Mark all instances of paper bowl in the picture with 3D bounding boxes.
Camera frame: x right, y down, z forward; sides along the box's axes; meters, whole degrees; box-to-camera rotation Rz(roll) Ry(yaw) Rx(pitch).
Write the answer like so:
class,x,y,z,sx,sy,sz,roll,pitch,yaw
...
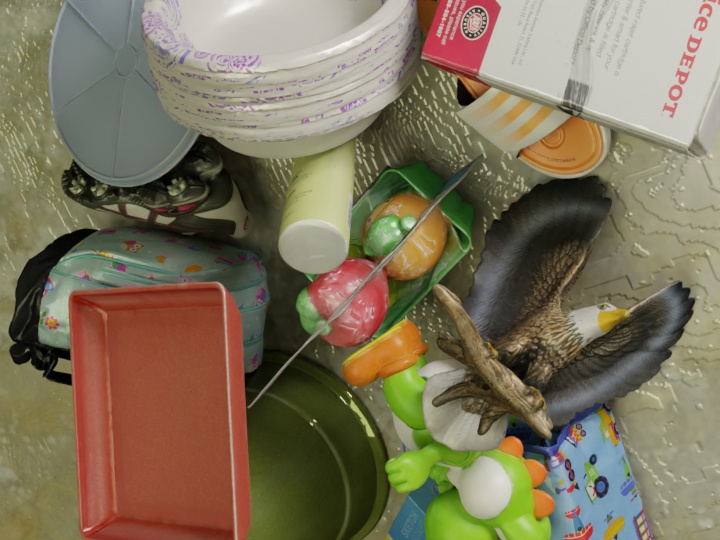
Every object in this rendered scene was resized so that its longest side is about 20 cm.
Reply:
class,x,y,z,sx,sy,sz,roll,pitch,yaw
paper bowl,-0.054,-0.159,1.194,0.199,0.201,0.105,10,132,26

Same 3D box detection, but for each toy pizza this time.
class,x,y,z,sx,sy,sz,roll,pitch,yaw
toy pizza,-0.180,-0.168,1.335,0.199,0.032,0.202,-2,87,39

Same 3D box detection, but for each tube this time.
class,x,y,z,sx,sy,sz,roll,pitch,yaw
tube,-0.029,-0.080,1.228,0.058,0.201,0.052,-11,130,15

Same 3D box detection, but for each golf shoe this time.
class,x,y,z,sx,sy,sz,roll,pitch,yaw
golf shoe,-0.176,-0.064,1.382,0.199,0.078,0.088,14,156,44

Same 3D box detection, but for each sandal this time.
class,x,y,z,sx,sy,sz,roll,pitch,yaw
sandal,0.092,-0.142,1.203,0.207,0.059,0.079,47,126,3

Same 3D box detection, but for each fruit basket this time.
class,x,y,z,sx,sy,sz,roll,pitch,yaw
fruit basket,0.000,0.000,1.234,0.094,0.200,0.185,46,127,4

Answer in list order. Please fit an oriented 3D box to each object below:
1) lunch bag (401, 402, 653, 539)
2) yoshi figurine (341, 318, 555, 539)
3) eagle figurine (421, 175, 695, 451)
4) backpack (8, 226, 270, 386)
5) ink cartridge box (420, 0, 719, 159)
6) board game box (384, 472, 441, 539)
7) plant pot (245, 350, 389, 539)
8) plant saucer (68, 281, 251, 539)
class,x,y,z,sx,sy,sz,roll,pitch,yaw
lunch bag,0.119,0.183,1.330,0.199,0.094,0.152,-3,114,44
yoshi figurine,0.056,0.143,1.230,0.201,0.112,0.112,53,150,4
eagle figurine,0.140,0.042,1.178,0.150,0.200,0.153,12,121,25
backpack,-0.175,0.030,1.381,0.198,0.167,0.128,12,112,18
ink cartridge box,0.162,-0.175,1.103,0.199,0.083,0.146,22,94,20
board game box,0.080,0.269,1.348,0.153,0.040,0.201,47,150,17
plant pot,-0.104,0.198,1.390,0.198,0.190,0.202,12,117,24
plant saucer,-0.149,0.112,1.251,0.199,0.037,0.202,-3,89,46
